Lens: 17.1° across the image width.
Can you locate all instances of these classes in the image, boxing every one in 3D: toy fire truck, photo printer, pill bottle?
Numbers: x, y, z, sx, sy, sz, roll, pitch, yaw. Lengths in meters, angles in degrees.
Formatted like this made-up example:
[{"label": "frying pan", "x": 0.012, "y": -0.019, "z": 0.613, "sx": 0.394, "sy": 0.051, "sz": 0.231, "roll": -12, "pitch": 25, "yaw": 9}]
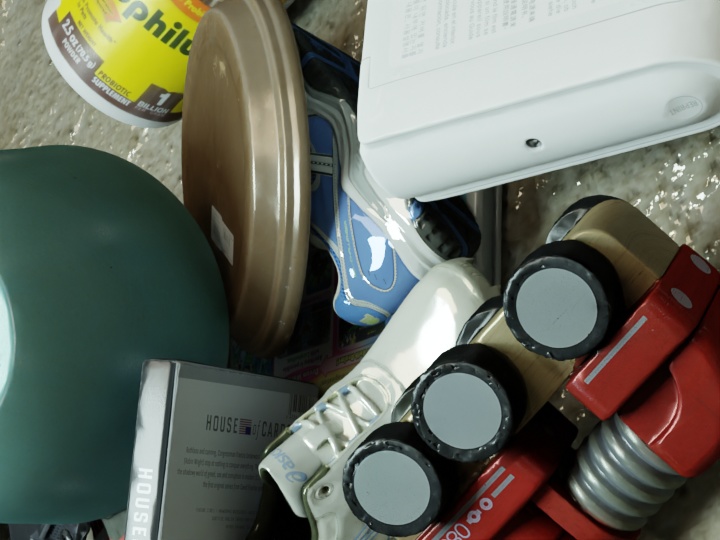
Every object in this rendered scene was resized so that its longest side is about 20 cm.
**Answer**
[{"label": "toy fire truck", "x": 0.114, "y": 0.096, "z": 1.025, "sx": 0.176, "sy": 0.200, "sz": 0.129, "roll": -49, "pitch": -2, "yaw": 25}, {"label": "photo printer", "x": 0.100, "y": -0.128, "z": 1.116, "sx": 0.200, "sy": 0.069, "sz": 0.166, "roll": -15, "pitch": 54, "yaw": 29}, {"label": "pill bottle", "x": -0.090, "y": -0.181, "z": 1.384, "sx": 0.200, "sy": 0.109, "sz": 0.109, "roll": -44, "pitch": 45, "yaw": 32}]

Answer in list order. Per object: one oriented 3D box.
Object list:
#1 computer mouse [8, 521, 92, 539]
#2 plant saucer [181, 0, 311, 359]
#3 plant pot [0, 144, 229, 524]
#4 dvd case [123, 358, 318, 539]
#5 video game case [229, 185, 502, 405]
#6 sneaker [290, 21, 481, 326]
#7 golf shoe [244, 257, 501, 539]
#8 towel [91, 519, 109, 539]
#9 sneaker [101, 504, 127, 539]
[{"label": "computer mouse", "x": -0.174, "y": 0.114, "z": 1.377, "sx": 0.138, "sy": 0.053, "sz": 0.200, "roll": -35, "pitch": 61, "yaw": 56}, {"label": "plant saucer", "x": -0.063, "y": -0.053, "z": 1.251, "sx": 0.200, "sy": 0.029, "sz": 0.200, "roll": 177, "pitch": 90, "yaw": -73}, {"label": "plant pot", "x": -0.188, "y": 0.034, "z": 1.183, "sx": 0.201, "sy": 0.161, "sz": 0.201, "roll": 0, "pitch": 90, "yaw": 21}, {"label": "dvd case", "x": -0.072, "y": 0.148, "z": 1.173, "sx": 0.025, "sy": 0.150, "sz": 0.200, "roll": 3, "pitch": 84, "yaw": 26}, {"label": "video game case", "x": 0.000, "y": 0.000, "z": 1.265, "sx": 0.200, "sy": 0.024, "sz": 0.182, "roll": -20, "pitch": 60, "yaw": 45}, {"label": "sneaker", "x": -0.014, "y": -0.055, "z": 1.222, "sx": 0.077, "sy": 0.076, "sz": 0.200, "roll": -48, "pitch": 42, "yaw": 20}, {"label": "golf shoe", "x": 0.002, "y": 0.085, "z": 1.142, "sx": 0.078, "sy": 0.097, "sz": 0.200, "roll": 40, "pitch": 115, "yaw": 41}, {"label": "towel", "x": -0.111, "y": 0.115, "z": 1.339, "sx": 0.144, "sy": 0.023, "sz": 0.200, "roll": -52, "pitch": 41, "yaw": 38}, {"label": "sneaker", "x": -0.143, "y": 0.067, "z": 1.293, "sx": 0.071, "sy": 0.098, "sz": 0.200, "roll": -41, "pitch": 49, "yaw": 42}]
